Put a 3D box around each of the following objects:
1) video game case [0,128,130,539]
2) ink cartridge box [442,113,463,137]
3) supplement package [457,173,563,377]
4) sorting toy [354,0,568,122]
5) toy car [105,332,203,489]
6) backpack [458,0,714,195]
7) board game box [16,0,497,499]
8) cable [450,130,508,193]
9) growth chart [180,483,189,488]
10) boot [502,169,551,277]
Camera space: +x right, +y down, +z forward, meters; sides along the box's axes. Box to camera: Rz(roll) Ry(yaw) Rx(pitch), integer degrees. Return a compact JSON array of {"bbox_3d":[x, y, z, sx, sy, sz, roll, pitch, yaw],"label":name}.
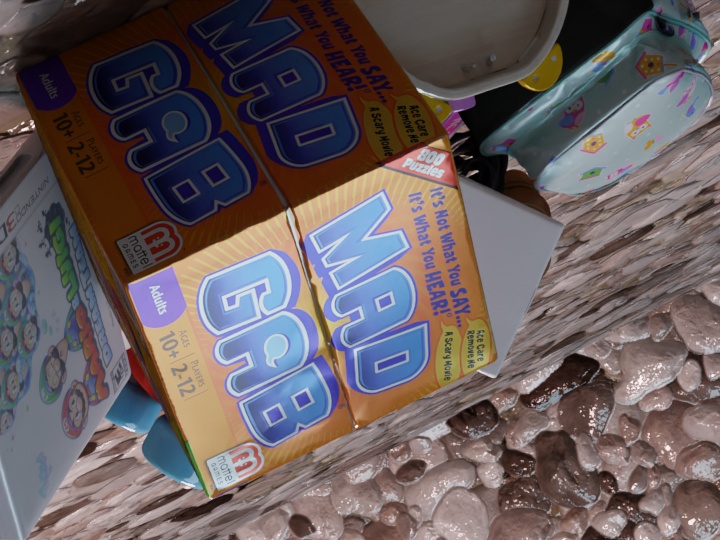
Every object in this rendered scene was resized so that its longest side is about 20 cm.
[{"bbox_3d":[-0.204,0.036,1.522,0.024,0.201,0.182,3,-146,19],"label":"video game case"},{"bbox_3d":[0.001,-0.107,1.859,0.199,0.042,0.119,-19,166,-28],"label":"ink cartridge box"},{"bbox_3d":[0.019,-0.025,1.718,0.122,0.199,0.120,-65,-162,2],"label":"supplement package"},{"bbox_3d":[0.026,-0.150,1.648,0.199,0.108,0.180,-19,-175,-33],"label":"sorting toy"},{"bbox_3d":[-0.165,0.031,1.789,0.199,0.177,0.185,24,98,-45],"label":"toy car"},{"bbox_3d":[0.169,-0.148,1.779,0.176,0.154,0.200,-41,169,21],"label":"backpack"},{"bbox_3d":[-0.060,-0.031,1.464,0.199,0.200,0.201,-25,138,-8],"label":"board game box"},{"bbox_3d":[0.031,-0.055,1.946,0.163,0.051,0.199,-37,-160,-36],"label":"cable"},{"bbox_3d":[-0.074,0.077,1.971,0.200,0.018,0.145,-44,-159,18],"label":"growth chart"},{"bbox_3d":[0.070,0.003,1.949,0.199,0.074,0.155,-31,-159,12],"label":"boot"}]
